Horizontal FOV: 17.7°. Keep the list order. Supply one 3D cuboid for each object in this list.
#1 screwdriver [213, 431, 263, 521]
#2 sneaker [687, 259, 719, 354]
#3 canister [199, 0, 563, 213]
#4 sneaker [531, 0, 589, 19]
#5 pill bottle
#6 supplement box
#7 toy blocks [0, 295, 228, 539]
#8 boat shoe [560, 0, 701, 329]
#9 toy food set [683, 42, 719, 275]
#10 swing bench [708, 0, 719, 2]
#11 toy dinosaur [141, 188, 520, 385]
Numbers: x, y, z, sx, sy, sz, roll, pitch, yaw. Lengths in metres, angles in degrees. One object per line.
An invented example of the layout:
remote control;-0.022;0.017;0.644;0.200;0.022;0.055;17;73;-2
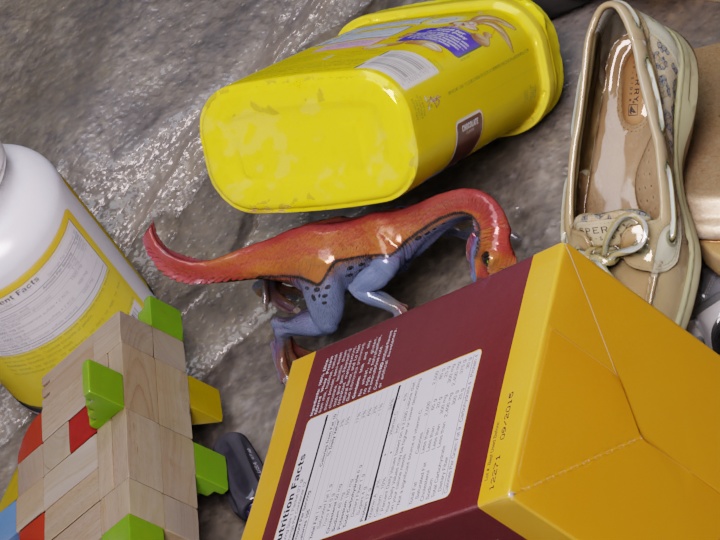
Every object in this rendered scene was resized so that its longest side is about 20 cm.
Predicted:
screwdriver;-0.044;0.164;1.297;0.028;0.029;0.200;-32;48;3
sneaker;0.133;0.044;1.266;0.200;0.075;0.116;-28;39;-7
canister;0.014;-0.099;1.362;0.148;0.087;0.200;-4;15;30
sneaker;0.148;-0.202;1.404;0.200;0.076;0.091;-41;31;50
pill bottle;-0.212;-0.006;1.407;0.112;0.200;0.112;-16;47;18
supplement box;0.083;0.118;1.094;0.200;0.197;0.133;-24;40;45
toy blocks;-0.160;0.125;1.345;0.137;0.100;0.200;-40;39;29
boat shoe;0.134;-0.041;1.202;0.073;0.063;0.200;-10;67;33
toy food set;0.220;-0.069;1.283;0.200;0.049;0.198;17;44;39
swing bench;0.321;-0.233;1.324;0.200;0.130;0.199;19;59;2
toy dinosaur;0.000;0.000;1.318;0.181;0.200;0.105;-44;37;47
